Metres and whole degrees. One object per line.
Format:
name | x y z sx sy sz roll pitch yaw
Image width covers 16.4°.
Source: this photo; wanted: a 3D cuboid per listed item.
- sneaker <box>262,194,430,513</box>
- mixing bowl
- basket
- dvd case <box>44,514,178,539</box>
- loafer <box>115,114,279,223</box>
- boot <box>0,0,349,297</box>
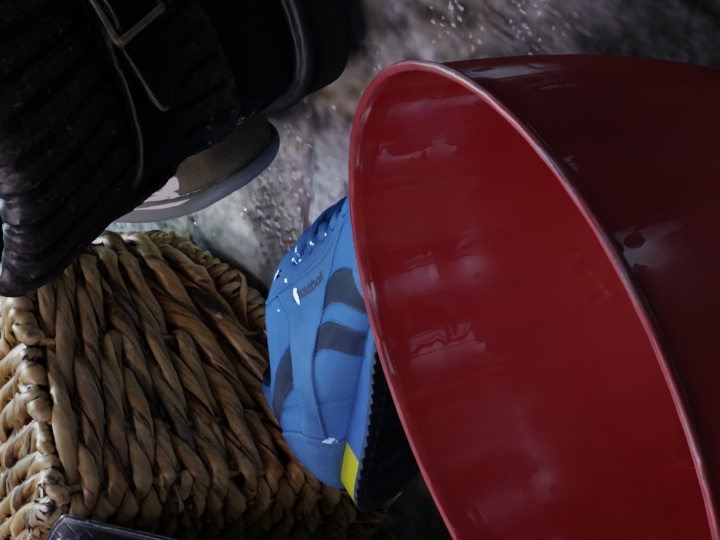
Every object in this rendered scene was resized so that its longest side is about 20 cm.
sneaker | 0.000 0.000 0.840 0.078 0.066 0.200 42 146 21
mixing bowl | 0.089 0.021 0.688 0.200 0.108 0.201 54 156 38
basket | -0.090 0.067 1.012 0.200 0.148 0.143 123 139 -55
dvd case | -0.039 0.149 0.956 0.199 0.016 0.149 16 148 -15
loafer | -0.112 -0.081 0.888 0.200 0.075 0.070 28 144 32
boot | -0.104 -0.113 0.770 0.079 0.158 0.212 -21 99 53
